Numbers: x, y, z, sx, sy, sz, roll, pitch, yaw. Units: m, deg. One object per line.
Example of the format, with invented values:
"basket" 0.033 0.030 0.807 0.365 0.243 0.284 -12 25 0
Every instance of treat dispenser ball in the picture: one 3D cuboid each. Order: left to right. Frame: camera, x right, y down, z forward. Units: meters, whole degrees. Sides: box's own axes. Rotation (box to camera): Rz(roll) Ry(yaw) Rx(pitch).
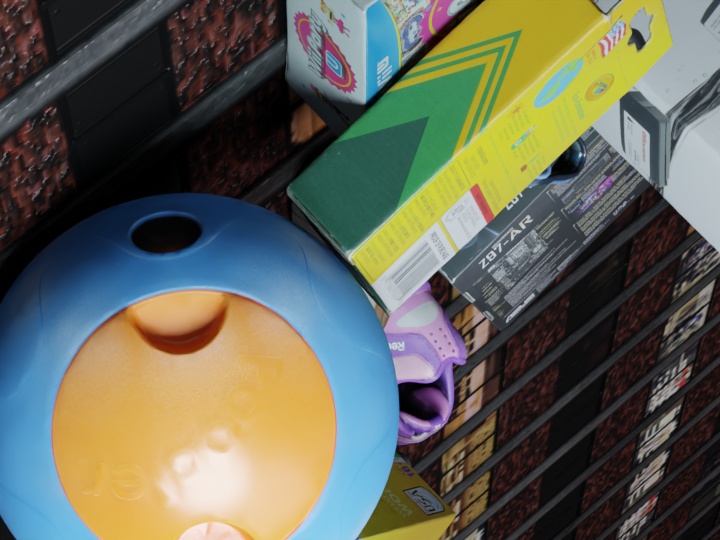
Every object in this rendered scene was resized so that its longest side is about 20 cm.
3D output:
"treat dispenser ball" -0.081 0.064 1.316 0.201 0.201 0.201 -38 161 -16

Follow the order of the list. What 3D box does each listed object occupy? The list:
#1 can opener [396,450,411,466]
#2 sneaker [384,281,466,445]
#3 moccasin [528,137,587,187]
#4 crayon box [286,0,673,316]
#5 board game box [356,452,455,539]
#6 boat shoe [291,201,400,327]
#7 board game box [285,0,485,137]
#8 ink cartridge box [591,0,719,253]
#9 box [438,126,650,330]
"can opener" -0.042 0.155 1.748 0.199 0.067 0.053 -15 179 34
"sneaker" 0.012 0.078 1.718 0.080 0.088 0.200 -32 159 -35
"moccasin" 0.082 -0.084 1.522 0.200 0.068 0.081 -3 104 -74
"crayon box" 0.061 -0.075 1.358 0.200 0.051 0.127 -43 163 -2
"board game box" -0.050 0.109 1.552 0.040 0.153 0.200 -52 161 19
"boat shoe" 0.000 0.000 1.551 0.072 0.076 0.200 -36 161 -29
"board game box" 0.056 -0.162 1.336 0.200 0.064 0.148 -37 161 -16
"ink cartridge box" 0.207 -0.113 1.538 0.144 0.200 0.084 -38 161 -19
"box" 0.129 -0.059 1.736 0.200 0.044 0.160 -45 161 2
